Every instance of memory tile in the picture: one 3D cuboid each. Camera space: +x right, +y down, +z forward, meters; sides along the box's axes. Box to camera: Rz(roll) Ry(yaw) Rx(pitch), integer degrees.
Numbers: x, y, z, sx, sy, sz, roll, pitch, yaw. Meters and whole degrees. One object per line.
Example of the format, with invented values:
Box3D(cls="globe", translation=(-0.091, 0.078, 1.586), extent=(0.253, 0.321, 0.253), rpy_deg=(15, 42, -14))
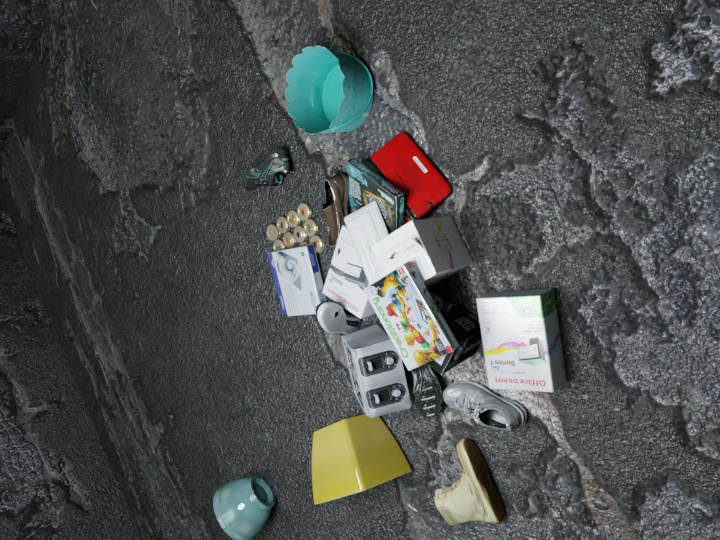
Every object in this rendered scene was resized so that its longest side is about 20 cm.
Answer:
Box3D(cls="memory tile", translation=(-0.194, -0.096, 1.526), extent=(0.199, 0.017, 0.154), rpy_deg=(-27, 81, 39))

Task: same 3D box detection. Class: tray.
Box3D(cls="tray", translation=(0.028, -0.053, 1.244), extent=(0.107, 0.022, 0.202), rpy_deg=(-24, 85, 36))

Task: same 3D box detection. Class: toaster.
Box3D(cls="toaster", translation=(0.036, 0.238, 1.294), extent=(0.200, 0.118, 0.183), rpy_deg=(-147, 44, -75))

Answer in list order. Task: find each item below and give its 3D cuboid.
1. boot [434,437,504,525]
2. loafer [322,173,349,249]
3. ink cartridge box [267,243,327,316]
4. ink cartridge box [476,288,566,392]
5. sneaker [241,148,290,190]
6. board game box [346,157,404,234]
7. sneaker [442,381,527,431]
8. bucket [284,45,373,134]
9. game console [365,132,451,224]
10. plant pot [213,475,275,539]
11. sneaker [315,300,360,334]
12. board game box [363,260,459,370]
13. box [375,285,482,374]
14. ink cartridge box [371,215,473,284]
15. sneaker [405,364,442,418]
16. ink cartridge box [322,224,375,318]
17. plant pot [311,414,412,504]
Box3D(cls="boot", translation=(0.239, 0.514, 1.255), extent=(0.155, 0.073, 0.201), rpy_deg=(-27, 87, 36))
Box3D(cls="loafer", translation=(-0.074, -0.154, 1.374), extent=(0.073, 0.070, 0.202), rpy_deg=(9, 101, 56))
Box3D(cls="ink cartridge box", translation=(-0.195, 0.033, 1.522), extent=(0.199, 0.040, 0.201), rpy_deg=(-9, 98, 39))
Box3D(cls="ink cartridge box", translation=(0.338, 0.146, 1.098), extent=(0.144, 0.084, 0.202), rpy_deg=(-6, 95, 39))
Box3D(cls="sneaker", translation=(-0.277, -0.277, 1.521), extent=(0.199, 0.075, 0.080), rpy_deg=(-29, 82, 39))
Box3D(cls="board game box", translation=(0.035, -0.171, 1.258), extent=(0.200, 0.028, 0.136), rpy_deg=(43, 150, 38))
Box3D(cls="sneaker", translation=(0.271, 0.308, 1.183), extent=(0.199, 0.082, 0.076), rpy_deg=(8, 104, 38))
Box3D(cls="bucket", translation=(-0.073, -0.439, 1.287), extent=(0.206, 0.134, 0.209), rpy_deg=(9, 105, 37))
Box3D(cls="game console", translation=(0.104, -0.197, 1.266), extent=(0.172, 0.119, 0.201), rpy_deg=(-38, 73, 5))
Box3D(cls="plant pot", translation=(-0.371, 0.776, 1.739), extent=(0.134, 0.200, 0.201), rpy_deg=(-40, 71, 8))
Box3D(cls="sneaker", translation=(-0.090, 0.115, 1.369), extent=(0.111, 0.200, 0.073), rpy_deg=(26, 83, 31))
Box3D(cls="board game box", translation=(0.103, 0.096, 1.085), extent=(0.126, 0.035, 0.201), rpy_deg=(-34, 84, 39))
Box3D(cls="box", translation=(0.163, 0.122, 1.184), extent=(0.200, 0.163, 0.087), rpy_deg=(36, 119, 29))
Box3D(cls="ink cartridge box", translation=(0.132, -0.032, 1.155), extent=(0.128, 0.199, 0.126), rpy_deg=(-32, 78, 38))
Box3D(cls="sneaker", translation=(0.152, 0.262, 1.279), extent=(0.073, 0.079, 0.202), rpy_deg=(-14, 85, 3))
Box3D(cls="ink cartridge box", translation=(0.000, 0.000, 1.343), extent=(0.144, 0.084, 0.201), rpy_deg=(32, 117, 29))
Box3D(cls="plant pot", translation=(-0.016, 0.491, 1.392), extent=(0.199, 0.199, 0.178), rpy_deg=(-34, 65, 38))
